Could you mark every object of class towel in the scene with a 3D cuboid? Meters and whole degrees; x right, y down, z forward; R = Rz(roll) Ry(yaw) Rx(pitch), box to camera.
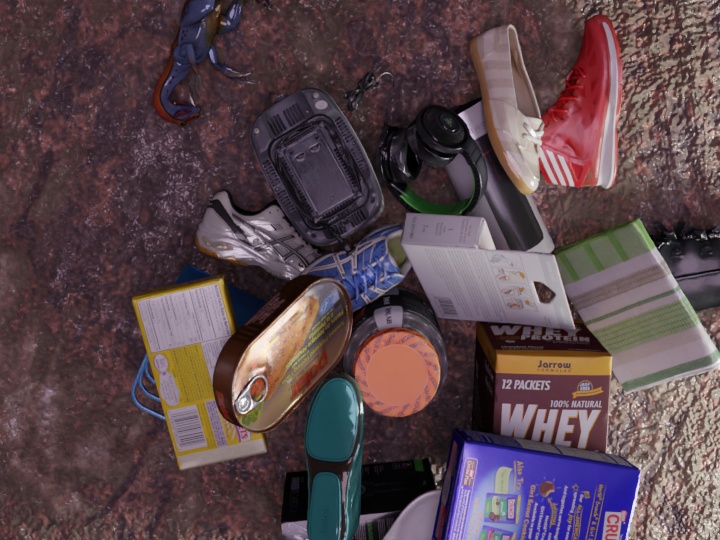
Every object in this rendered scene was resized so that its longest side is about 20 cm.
[{"bbox_3d":[0.327,0.043,1.606,0.148,0.031,0.202,-23,101,46],"label":"towel"}]

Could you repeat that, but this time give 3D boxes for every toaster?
[{"bbox_3d":[-0.040,-0.108,1.550,0.113,0.129,0.202,-30,87,5],"label":"toaster"}]

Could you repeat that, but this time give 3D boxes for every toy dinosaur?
[{"bbox_3d":[-0.187,-0.267,1.578,0.181,0.105,0.201,-39,61,19],"label":"toy dinosaur"}]

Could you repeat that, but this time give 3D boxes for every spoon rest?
[{"bbox_3d":[0.043,0.312,1.496,0.198,0.061,0.100,-25,101,4],"label":"spoon rest"}]

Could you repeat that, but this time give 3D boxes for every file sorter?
[{"bbox_3d":[-0.175,0.096,1.561,0.137,0.200,0.124,24,102,-5],"label":"file sorter"}]

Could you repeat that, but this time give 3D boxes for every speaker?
[{"bbox_3d":[0.152,-0.100,1.590,0.080,0.081,0.202,-25,99,4],"label":"speaker"}]

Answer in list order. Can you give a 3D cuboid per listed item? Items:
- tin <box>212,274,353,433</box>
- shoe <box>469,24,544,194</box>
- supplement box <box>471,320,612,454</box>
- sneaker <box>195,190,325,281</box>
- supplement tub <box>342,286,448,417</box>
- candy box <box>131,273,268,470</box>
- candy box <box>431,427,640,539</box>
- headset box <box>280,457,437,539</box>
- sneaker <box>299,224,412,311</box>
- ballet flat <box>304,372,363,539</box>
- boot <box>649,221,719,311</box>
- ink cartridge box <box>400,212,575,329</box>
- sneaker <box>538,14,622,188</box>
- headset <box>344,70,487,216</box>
[{"bbox_3d":[-0.081,0.087,1.438,0.041,0.200,0.113,9,131,40],"label":"tin"},{"bbox_3d":[0.175,-0.187,1.548,0.053,0.070,0.203,-21,75,29],"label":"shoe"},{"bbox_3d":[0.206,0.173,1.579,0.131,0.197,0.203,1,100,-2],"label":"supplement box"},{"bbox_3d":[-0.093,-0.037,1.601,0.197,0.076,0.089,18,93,-8],"label":"sneaker"},{"bbox_3d":[0.038,0.095,1.562,0.121,0.200,0.125,0,100,-1],"label":"supplement tub"},{"bbox_3d":[-0.171,0.111,1.450,0.101,0.026,0.203,-12,105,3],"label":"candy box"},{"bbox_3d":[0.184,0.272,1.453,0.197,0.077,0.172,11,96,-6],"label":"candy box"},{"bbox_3d":[0.009,0.302,1.611,0.197,0.174,0.094,-5,101,1],"label":"headset box"},{"bbox_3d":[0.000,0.000,1.559,0.200,0.077,0.076,-40,103,-30],"label":"sneaker"},{"bbox_3d":[-0.027,0.210,1.492,0.066,0.070,0.203,5,94,16],"label":"ballet flat"},{"bbox_3d":[0.424,0.035,1.622,0.160,0.073,0.201,-7,94,-1],"label":"boot"},{"bbox_3d":[0.150,0.003,1.532,0.171,0.200,0.044,4,65,18],"label":"ink cartridge box"},{"bbox_3d":[0.242,-0.194,1.576,0.114,0.078,0.203,-2,99,-2],"label":"sneaker"},{"bbox_3d":[0.058,-0.135,1.523,0.123,0.094,0.201,-22,111,40],"label":"headset"}]
